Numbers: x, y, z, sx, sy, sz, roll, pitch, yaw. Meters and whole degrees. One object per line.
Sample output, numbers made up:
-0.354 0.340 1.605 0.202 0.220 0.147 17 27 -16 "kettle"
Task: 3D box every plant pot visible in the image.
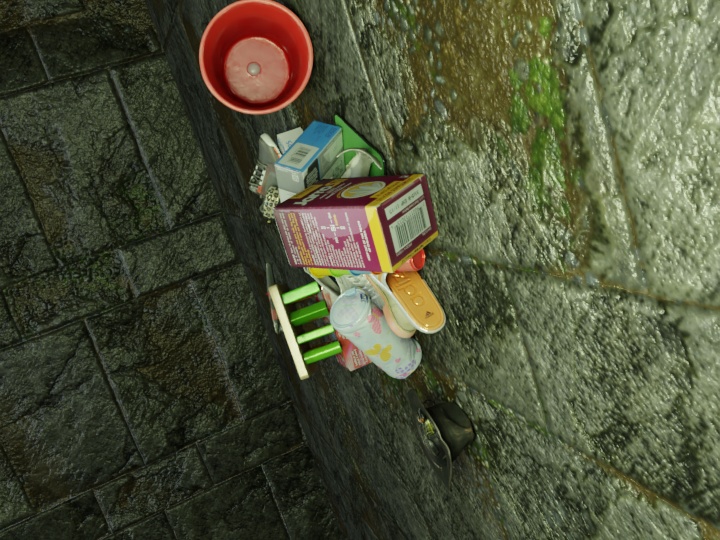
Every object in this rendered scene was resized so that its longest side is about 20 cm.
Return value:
-0.194 -0.384 1.267 0.177 0.200 0.201 -137 28 -77 "plant pot"

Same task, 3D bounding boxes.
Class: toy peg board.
-0.106 0.115 1.464 0.199 0.098 0.200 52 -162 -87 "toy peg board"

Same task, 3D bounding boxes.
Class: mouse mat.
0.003 -0.173 1.201 0.200 0.008 0.161 -127 22 -46 "mouse mat"

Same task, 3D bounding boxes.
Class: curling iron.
-0.191 0.060 1.493 0.050 0.026 0.200 74 178 -51 "curling iron"

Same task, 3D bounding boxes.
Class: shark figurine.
0.001 -0.146 1.144 0.089 0.128 0.214 42 142 3 "shark figurine"

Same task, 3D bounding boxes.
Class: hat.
0.152 0.284 1.186 0.201 0.081 0.201 163 90 -81 "hat"

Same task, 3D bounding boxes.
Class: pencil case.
0.029 0.113 1.216 0.200 0.083 0.091 46 -157 -36 "pencil case"

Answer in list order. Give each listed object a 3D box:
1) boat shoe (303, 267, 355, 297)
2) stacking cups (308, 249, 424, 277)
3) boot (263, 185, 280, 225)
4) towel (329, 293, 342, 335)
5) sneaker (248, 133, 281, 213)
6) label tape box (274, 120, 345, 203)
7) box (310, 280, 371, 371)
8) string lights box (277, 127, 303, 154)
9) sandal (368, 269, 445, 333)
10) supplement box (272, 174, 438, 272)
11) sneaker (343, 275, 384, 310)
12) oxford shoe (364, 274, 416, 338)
-0.086 -0.021 1.319 0.200 0.066 0.072 48 131 15 "boat shoe"
0.011 -0.018 1.078 0.200 0.061 0.061 -1 115 35 "stacking cups"
-0.133 -0.091 1.498 0.154 0.074 0.204 21 140 12 "boot"
-0.010 0.037 1.348 0.132 0.034 0.200 -3 105 41 "towel"
-0.205 -0.201 1.486 0.077 0.082 0.200 52 158 45 "sneaker"
-0.084 -0.148 1.244 0.063 0.144 0.200 18 140 20 "label tape box"
-0.026 0.106 1.495 0.100 0.095 0.200 -165 55 -72 "box"
-0.134 -0.206 1.510 0.103 0.059 0.200 59 161 29 "string lights box"
0.072 0.007 1.101 0.207 0.079 0.059 51 157 25 "sandal"
-0.007 -0.072 1.006 0.200 0.131 0.103 3 119 39 "supplement box"
0.000 0.000 1.249 0.076 0.081 0.200 -32 89 38 "sneaker"
0.063 0.014 1.181 0.074 0.071 0.200 -47 59 42 "oxford shoe"
